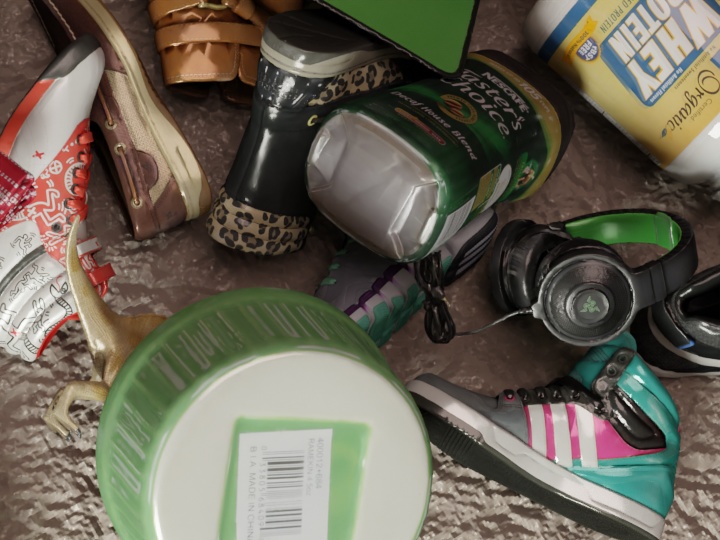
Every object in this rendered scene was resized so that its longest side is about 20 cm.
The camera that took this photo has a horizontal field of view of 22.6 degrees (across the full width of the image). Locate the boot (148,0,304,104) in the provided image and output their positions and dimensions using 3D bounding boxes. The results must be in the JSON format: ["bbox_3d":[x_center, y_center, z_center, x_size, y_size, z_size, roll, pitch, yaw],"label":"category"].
[{"bbox_3d":[-0.131,-0.196,1.225,0.199,0.077,0.156,10,75,-28],"label":"boot"}]

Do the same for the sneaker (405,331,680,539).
[{"bbox_3d":[0.131,0.086,1.192,0.199,0.084,0.121,28,72,-11],"label":"sneaker"}]

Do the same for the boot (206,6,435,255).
[{"bbox_3d":[-0.023,-0.097,1.216,0.073,0.154,0.203,30,22,22],"label":"boot"}]

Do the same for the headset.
[{"bbox_3d":[0.127,-0.005,1.193,0.199,0.123,0.094,-24,113,-21],"label":"headset"}]

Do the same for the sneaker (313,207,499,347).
[{"bbox_3d":[0.000,0.000,1.208,0.088,0.075,0.200,43,56,14],"label":"sneaker"}]

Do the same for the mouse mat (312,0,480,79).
[{"bbox_3d":[-0.010,-0.211,1.204,0.199,0.008,0.161,28,35,-9],"label":"mouse mat"}]

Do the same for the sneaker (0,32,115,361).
[{"bbox_3d":[-0.190,-0.041,1.147,0.108,0.067,0.202,33,91,-3],"label":"sneaker"}]

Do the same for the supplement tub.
[{"bbox_3d":[0.229,-0.153,1.266,0.200,0.145,0.145,42,67,4],"label":"supplement tub"}]

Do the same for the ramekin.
[{"bbox_3d":[-0.053,0.118,1.085,0.199,0.098,0.201,-4,103,-18],"label":"ramekin"}]

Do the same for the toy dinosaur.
[{"bbox_3d":[-0.154,0.062,1.133,0.101,0.058,0.200,-49,120,-20],"label":"toy dinosaur"}]

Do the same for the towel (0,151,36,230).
[{"bbox_3d":[-0.300,-0.007,1.100,0.144,0.023,0.200,32,78,36],"label":"towel"}]

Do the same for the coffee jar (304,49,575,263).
[{"bbox_3d":[0.058,-0.080,1.176,0.104,0.086,0.200,36,33,17],"label":"coffee jar"}]

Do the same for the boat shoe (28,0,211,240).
[{"bbox_3d":[-0.176,-0.109,1.196,0.072,0.072,0.201,-29,83,-17],"label":"boat shoe"}]

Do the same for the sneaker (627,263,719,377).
[{"bbox_3d":[0.290,0.034,1.235,0.199,0.112,0.074,-5,74,-15],"label":"sneaker"}]
